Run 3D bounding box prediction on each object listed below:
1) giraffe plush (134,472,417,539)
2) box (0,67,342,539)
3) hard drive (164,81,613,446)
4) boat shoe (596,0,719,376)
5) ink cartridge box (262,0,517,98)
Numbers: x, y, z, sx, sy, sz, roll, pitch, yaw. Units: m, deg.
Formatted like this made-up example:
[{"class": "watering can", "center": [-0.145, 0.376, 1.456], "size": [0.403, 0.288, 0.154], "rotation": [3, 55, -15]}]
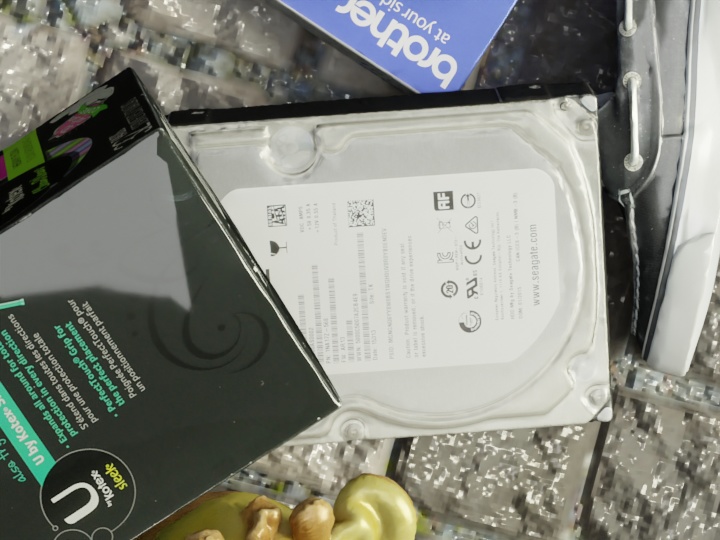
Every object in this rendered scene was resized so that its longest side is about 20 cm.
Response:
[{"class": "giraffe plush", "center": [-0.048, 0.155, 0.954], "size": [0.172, 0.200, 0.162], "rotation": [-31, 119, -42]}, {"class": "box", "center": [-0.130, 0.037, 0.922], "size": [0.200, 0.149, 0.124], "rotation": [-33, 106, -1]}, {"class": "hard drive", "center": [0.000, 0.000, 1.025], "size": [0.200, 0.038, 0.140], "rotation": [-3, 104, 0]}, {"class": "boat shoe", "center": [0.121, -0.057, 1.049], "size": [0.068, 0.072, 0.200], "rotation": [6, 101, 9]}, {"class": "ink cartridge box", "center": [-0.025, -0.158, 1.034], "size": [0.200, 0.044, 0.094], "rotation": [33, 90, -9]}]
